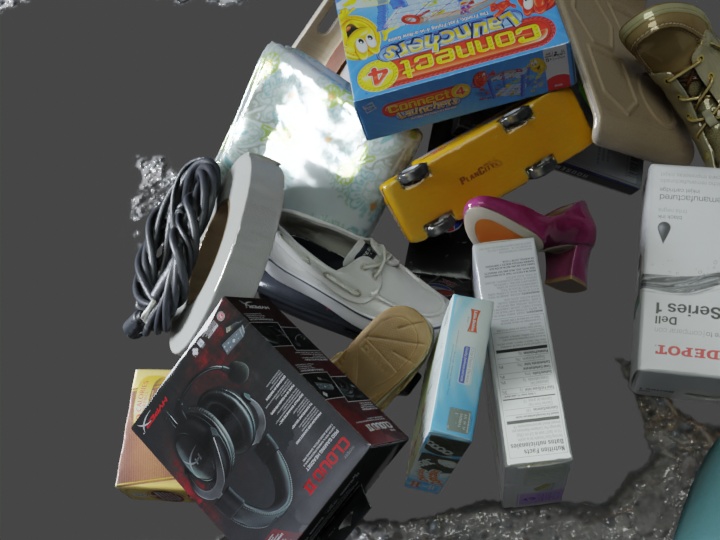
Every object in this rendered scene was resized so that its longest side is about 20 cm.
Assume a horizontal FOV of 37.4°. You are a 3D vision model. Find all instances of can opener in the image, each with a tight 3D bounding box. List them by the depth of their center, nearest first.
[{"bbox_3d":[-0.022,0.045,1.029,0.200,0.063,0.079,27,64,19],"label":"can opener"}]

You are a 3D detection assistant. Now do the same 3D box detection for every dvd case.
[{"bbox_3d":[0.198,-0.173,1.078,0.199,0.025,0.151,18,65,-11],"label":"dvd case"}]

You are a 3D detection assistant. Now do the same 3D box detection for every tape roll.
[{"bbox_3d":[-0.127,-0.012,1.004,0.037,0.203,0.203,20,66,-18],"label":"tape roll"}]

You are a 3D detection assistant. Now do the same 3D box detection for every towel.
[{"bbox_3d":[-0.052,-0.111,1.065,0.200,0.048,0.171,37,113,25],"label":"towel"}]

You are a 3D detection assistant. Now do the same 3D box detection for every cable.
[{"bbox_3d":[-0.183,-0.033,1.043,0.051,0.163,0.201,21,65,-15],"label":"cable"}]

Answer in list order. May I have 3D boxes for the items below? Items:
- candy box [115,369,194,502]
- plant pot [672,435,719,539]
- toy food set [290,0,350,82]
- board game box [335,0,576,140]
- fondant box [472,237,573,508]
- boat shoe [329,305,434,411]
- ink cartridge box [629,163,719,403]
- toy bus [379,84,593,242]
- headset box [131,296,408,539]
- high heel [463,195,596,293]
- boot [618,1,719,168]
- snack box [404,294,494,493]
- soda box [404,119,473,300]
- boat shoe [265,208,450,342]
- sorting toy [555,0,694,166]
[{"bbox_3d":[-0.119,0.157,0.996,0.199,0.056,0.117,0,65,9],"label":"candy box"},{"bbox_3d":[0.351,0.199,0.836,0.200,0.201,0.161,15,55,15],"label":"plant pot"},{"bbox_3d":[0.014,-0.224,1.103,0.144,0.060,0.200,-52,51,16],"label":"toy food set"},{"bbox_3d":[0.080,-0.235,1.002,0.199,0.056,0.196,-15,54,7],"label":"board game box"},{"bbox_3d":[0.139,0.093,0.938,0.058,0.144,0.201,-6,64,4],"label":"fondant box"},{"bbox_3d":[-0.011,0.110,0.937,0.200,0.069,0.074,-39,73,11],"label":"boat shoe"},{"bbox_3d":[0.326,0.014,0.970,0.146,0.084,0.201,4,72,11],"label":"ink cartridge box"},{"bbox_3d":[0.115,-0.101,0.989,0.200,0.078,0.065,-30,101,-3],"label":"toy bus"},{"bbox_3d":[-0.071,0.141,0.878,0.200,0.077,0.149,44,106,23],"label":"headset box"},{"bbox_3d":[0.160,-0.053,0.985,0.067,0.200,0.096,-13,63,42],"label":"high heel"},{"bbox_3d":[0.327,-0.158,1.013,0.073,0.200,0.156,-28,62,30],"label":"boot"},{"bbox_3d":[0.072,0.112,0.907,0.037,0.200,0.117,12,67,1],"label":"snack box"},{"bbox_3d":[0.095,-0.070,1.066,0.071,0.063,0.201,7,65,12],"label":"soda box"},{"bbox_3d":[0.000,0.000,0.984,0.200,0.066,0.072,28,47,19],"label":"boat shoe"},{"bbox_3d":[0.250,-0.202,1.041,0.036,0.185,0.201,-24,70,40],"label":"sorting toy"}]
